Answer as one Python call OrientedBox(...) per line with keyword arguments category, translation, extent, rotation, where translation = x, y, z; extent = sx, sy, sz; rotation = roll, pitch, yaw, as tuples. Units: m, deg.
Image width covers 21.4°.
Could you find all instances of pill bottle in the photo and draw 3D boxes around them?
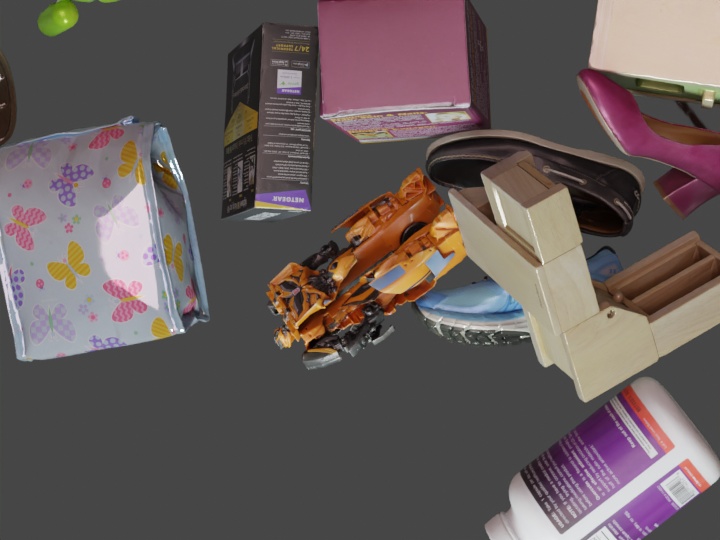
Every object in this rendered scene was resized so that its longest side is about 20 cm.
OrientedBox(category="pill bottle", translation=(0.209, 0.192, 1.672), extent=(0.200, 0.112, 0.113), rotation=(-38, 82, 6))

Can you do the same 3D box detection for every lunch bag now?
OrientedBox(category="lunch bag", translation=(-0.240, -0.032, 1.753), extent=(0.168, 0.127, 0.201), rotation=(-11, 95, 11))

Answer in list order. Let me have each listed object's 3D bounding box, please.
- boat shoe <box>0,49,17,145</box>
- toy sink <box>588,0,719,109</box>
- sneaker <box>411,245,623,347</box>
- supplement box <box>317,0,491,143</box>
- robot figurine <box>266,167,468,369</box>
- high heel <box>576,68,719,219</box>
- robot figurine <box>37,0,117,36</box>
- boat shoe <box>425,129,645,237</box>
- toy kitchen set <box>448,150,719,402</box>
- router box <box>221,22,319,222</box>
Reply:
OrientedBox(category="boat shoe", translation=(-0.378, -0.216, 1.813), extent=(0.072, 0.068, 0.201), rotation=(-21, 105, -1))
OrientedBox(category="toy sink", translation=(0.305, -0.200, 1.665), extent=(0.199, 0.130, 0.113), rotation=(8, 89, 9))
OrientedBox(category="sneaker", translation=(0.144, 0.018, 1.719), extent=(0.199, 0.078, 0.091), rotation=(-5, 77, 0))
OrientedBox(category="supplement box", translation=(0.041, -0.175, 1.672), extent=(0.130, 0.200, 0.104), rotation=(-3, 87, 8))
OrientedBox(category="robot figurine", translation=(0.000, 0.000, 1.716), extent=(0.200, 0.058, 0.145), rotation=(-36, 39, -1))
OrientedBox(category="high heel", translation=(0.269, -0.129, 1.654), extent=(0.096, 0.067, 0.200), rotation=(-39, 122, 12))
OrientedBox(category="robot figurine", translation=(-0.280, -0.311, 1.774), extent=(0.199, 0.116, 0.177), rotation=(6, 84, 9))
OrientedBox(category="boat shoe", translation=(0.151, -0.076, 1.706), extent=(0.199, 0.072, 0.068), rotation=(13, 54, 9))
OrientedBox(category="toy kitchen set", translation=(0.195, -0.039, 1.621), extent=(0.180, 0.163, 0.201), rotation=(-28, 124, -12))
OrientedBox(category="router box", translation=(-0.082, -0.126, 1.690), extent=(0.052, 0.200, 0.158), rotation=(3, 89, -12))
